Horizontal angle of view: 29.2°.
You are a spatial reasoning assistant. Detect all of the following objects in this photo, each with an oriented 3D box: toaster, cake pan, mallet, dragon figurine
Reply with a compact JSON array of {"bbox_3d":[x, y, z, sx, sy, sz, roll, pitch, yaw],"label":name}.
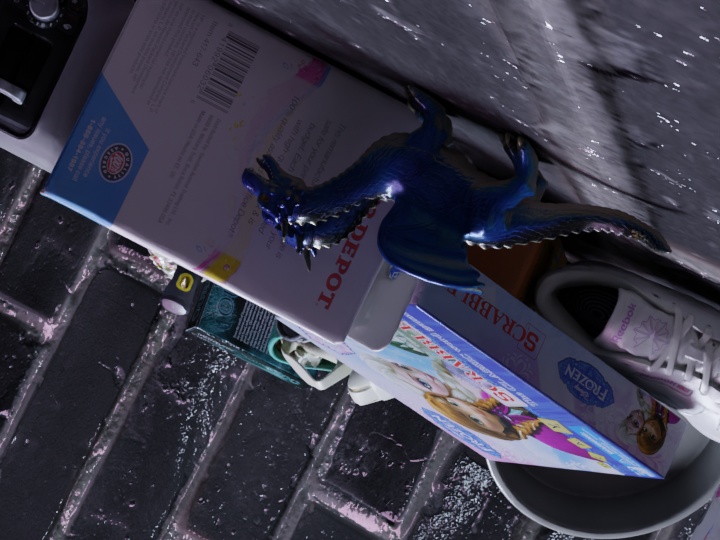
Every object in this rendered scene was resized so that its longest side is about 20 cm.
[{"bbox_3d":[-0.230,-0.147,0.851,0.179,0.120,0.200,28,178,-5],"label":"toaster"},{"bbox_3d":[0.187,0.108,1.023,0.198,0.201,0.037,27,-155,-15],"label":"cake pan"},{"bbox_3d":[-0.093,-0.053,0.876,0.065,0.201,0.041,31,136,-2],"label":"mallet"},{"bbox_3d":[0.042,-0.021,0.668,0.198,0.100,0.059,27,179,7],"label":"dragon figurine"}]

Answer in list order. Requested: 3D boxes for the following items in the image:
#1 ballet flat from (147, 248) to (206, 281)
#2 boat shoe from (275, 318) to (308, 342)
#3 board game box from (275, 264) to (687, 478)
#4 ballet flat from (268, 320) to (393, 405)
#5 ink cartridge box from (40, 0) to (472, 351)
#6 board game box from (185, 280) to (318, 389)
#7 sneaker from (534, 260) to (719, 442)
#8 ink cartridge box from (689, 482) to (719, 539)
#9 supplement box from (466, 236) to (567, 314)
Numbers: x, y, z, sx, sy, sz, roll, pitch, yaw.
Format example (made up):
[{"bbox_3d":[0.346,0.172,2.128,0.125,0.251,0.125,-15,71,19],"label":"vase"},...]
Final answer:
[{"bbox_3d":[-0.076,-0.039,1.030,0.197,0.077,0.064,-20,157,17],"label":"ballet flat"},{"bbox_3d":[0.000,0.000,0.989,0.067,0.073,0.200,-6,160,-34],"label":"boat shoe"},{"bbox_3d":[0.068,0.061,0.870,0.199,0.042,0.199,35,162,-20],"label":"board game box"},{"bbox_3d":[-0.004,0.080,1.201,0.198,0.071,0.068,15,153,39],"label":"ballet flat"},{"bbox_3d":[-0.051,-0.051,0.764,0.198,0.130,0.125,28,178,-5],"label":"ink cartridge box"},{"bbox_3d":[-0.075,-0.006,1.339,0.134,0.202,0.028,28,157,-22],"label":"board game box"},{"bbox_3d":[0.188,0.053,0.821,0.198,0.076,0.099,24,-175,23],"label":"sneaker"},{"bbox_3d":[0.279,0.169,0.928,0.085,0.202,0.148,26,178,13],"label":"ink cartridge box"},{"bbox_3d":[0.091,-0.007,0.898,0.068,0.067,0.200,24,178,12],"label":"supplement box"}]
